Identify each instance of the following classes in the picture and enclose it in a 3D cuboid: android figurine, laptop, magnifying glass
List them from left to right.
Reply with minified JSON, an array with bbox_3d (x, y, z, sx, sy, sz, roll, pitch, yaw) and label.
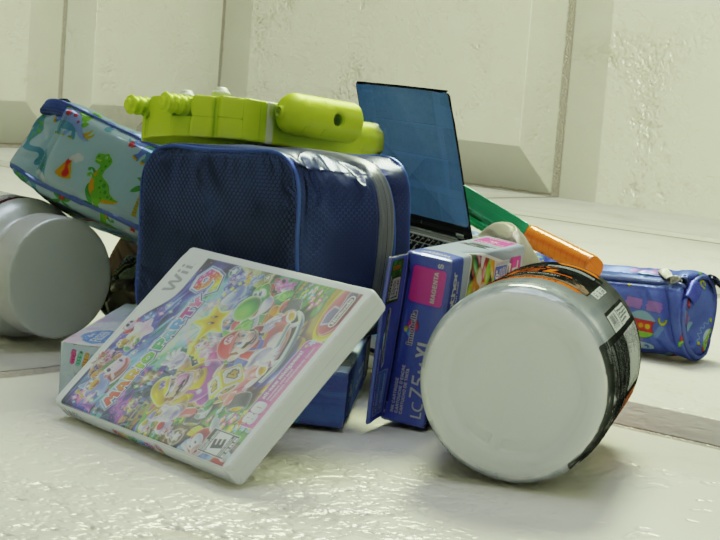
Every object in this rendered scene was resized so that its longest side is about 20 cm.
[{"bbox_3d":[-0.084,-0.111,1.345,0.199,0.042,0.181,7,-2,-38],"label":"android figurine"},{"bbox_3d":[0.009,-0.051,1.562,0.116,0.200,0.187,45,-12,-24],"label":"laptop"},{"bbox_3d":[0.138,-0.037,1.585,0.199,0.023,0.080,27,-9,43],"label":"magnifying glass"}]

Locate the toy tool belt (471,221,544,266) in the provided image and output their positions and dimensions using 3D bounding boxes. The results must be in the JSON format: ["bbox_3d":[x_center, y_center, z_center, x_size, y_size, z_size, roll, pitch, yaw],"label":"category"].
[{"bbox_3d":[0.110,0.026,1.573,0.123,0.125,0.200,45,-9,-24],"label":"toy tool belt"}]

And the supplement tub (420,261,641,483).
[{"bbox_3d":[0.116,0.060,1.143,0.121,0.124,0.200,6,6,14],"label":"supplement tub"}]

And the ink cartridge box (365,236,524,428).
[{"bbox_3d":[0.063,0.042,1.259,0.042,0.121,0.200,13,9,24],"label":"ink cartridge box"}]

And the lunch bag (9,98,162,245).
[{"bbox_3d":[-0.175,-0.059,1.446,0.199,0.083,0.161,24,-9,26],"label":"lunch bag"}]

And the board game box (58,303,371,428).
[{"bbox_3d":[-0.098,0.065,1.279,0.197,0.044,0.200,7,7,5],"label":"board game box"}]

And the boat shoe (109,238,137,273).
[{"bbox_3d":[-0.155,-0.035,1.664,0.200,0.072,0.076,-39,-32,22],"label":"boat shoe"}]

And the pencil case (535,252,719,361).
[{"bbox_3d":[0.234,0.030,1.645,0.198,0.087,0.078,8,40,32],"label":"pencil case"}]

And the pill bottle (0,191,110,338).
[{"bbox_3d":[-0.298,-0.008,1.457,0.113,0.115,0.199,-1,9,-41],"label":"pill bottle"}]

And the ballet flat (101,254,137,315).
[{"bbox_3d":[-0.168,0.033,1.460,0.074,0.075,0.200,2,4,-23],"label":"ballet flat"}]

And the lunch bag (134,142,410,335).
[{"bbox_3d":[-0.062,-0.020,1.255,0.132,0.137,0.199,0,6,-45],"label":"lunch bag"}]

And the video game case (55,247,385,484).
[{"bbox_3d":[-0.092,0.053,1.102,0.199,0.143,0.018,12,-34,50],"label":"video game case"}]

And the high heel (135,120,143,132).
[{"bbox_3d":[-0.115,-0.064,1.568,0.067,0.201,0.096,-35,6,33],"label":"high heel"}]

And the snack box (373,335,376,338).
[{"bbox_3d":[0.000,0.000,1.395,0.200,0.037,0.116,48,9,37],"label":"snack box"}]
